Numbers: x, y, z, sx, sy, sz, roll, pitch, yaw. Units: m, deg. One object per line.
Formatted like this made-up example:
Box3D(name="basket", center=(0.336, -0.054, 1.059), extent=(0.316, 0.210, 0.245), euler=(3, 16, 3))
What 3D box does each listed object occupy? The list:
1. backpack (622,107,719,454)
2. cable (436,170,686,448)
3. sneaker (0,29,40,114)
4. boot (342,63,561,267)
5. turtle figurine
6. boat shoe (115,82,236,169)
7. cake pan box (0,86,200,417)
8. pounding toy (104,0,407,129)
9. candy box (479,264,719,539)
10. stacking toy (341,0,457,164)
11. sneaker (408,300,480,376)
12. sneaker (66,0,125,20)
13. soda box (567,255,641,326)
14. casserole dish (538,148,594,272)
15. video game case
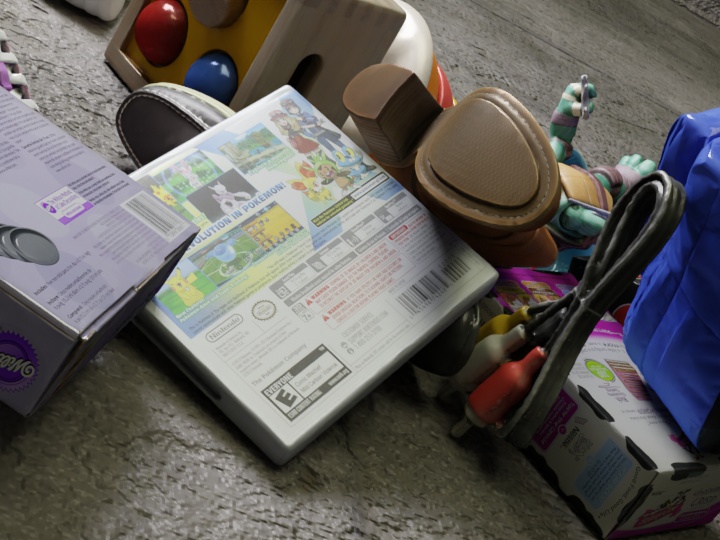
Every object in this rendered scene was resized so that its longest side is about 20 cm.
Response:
Box3D(name="backpack", center=(0.253, 0.002, 0.868), extent=(0.162, 0.200, 0.168), euler=(-11, 45, -21))
Box3D(name="cable", center=(0.115, 0.026, 0.822), extent=(0.050, 0.200, 0.097), euler=(26, 31, -16))
Box3D(name="sneaker", center=(-0.215, -0.114, 0.781), extent=(0.200, 0.114, 0.073), euler=(37, 21, 5))
Box3D(name="boot", center=(0.080, -0.040, 0.865), extent=(0.200, 0.077, 0.155), euler=(29, -14, 49))
Box3D(name="turtle figurine", center=(0.165, -0.060, 1.008), extent=(0.200, 0.101, 0.150), euler=(13, 54, -51))
Box3D(name="boat shoe", center=(-0.087, -0.049, 0.867), extent=(0.200, 0.073, 0.065), euler=(42, 19, 19))
Box3D(name="cake pan box", center=(-0.180, -0.034, 0.642), extent=(0.184, 0.052, 0.200), euler=(37, 17, -4))
Box3D(name="pounding toy", center=(-0.090, -0.196, 0.993), extent=(0.142, 0.200, 0.184), euler=(4, 36, -48))
Box3D(name="candy box", center=(0.150, 0.082, 0.928), extent=(0.136, 0.061, 0.200), euler=(5, 35, -47))
Box3D(name="stacking toy", center=(0.035, -0.115, 1.140), extent=(0.200, 0.146, 0.146), euler=(37, 13, -49))
Box3D(name="sneaker", center=(0.000, 0.000, 0.895), extent=(0.088, 0.074, 0.200), euler=(9, 25, -36))
Box3D(name="sneaker", center=(-0.219, -0.271, 1.155), extent=(0.088, 0.075, 0.200), euler=(18, 25, -4))
Box3D(name="soda box", center=(0.241, 0.052, 1.020), extent=(0.200, 0.071, 0.063), euler=(26, 18, 34))
Box3D(name="casserole dish", center=(0.111, -0.033, 1.048), extent=(0.039, 0.122, 0.200), euler=(-3, 4, 43))
Box3D(name="video game case", center=(-0.044, -0.007, 0.796), extent=(0.182, 0.022, 0.200), euler=(43, 49, 12))
